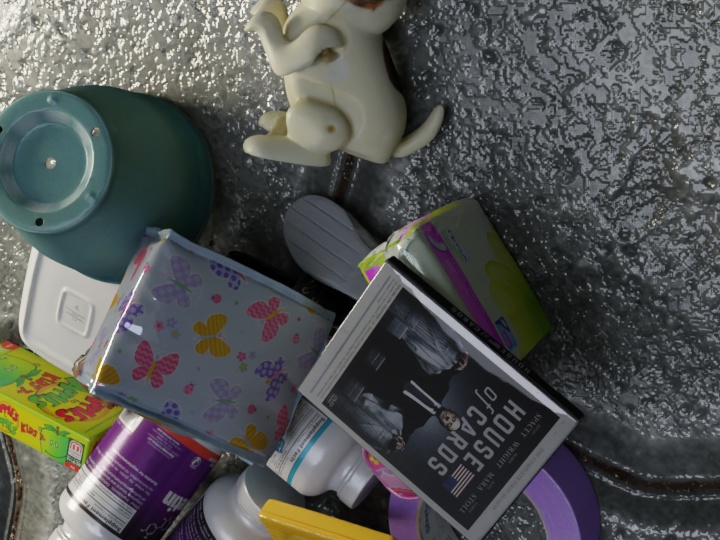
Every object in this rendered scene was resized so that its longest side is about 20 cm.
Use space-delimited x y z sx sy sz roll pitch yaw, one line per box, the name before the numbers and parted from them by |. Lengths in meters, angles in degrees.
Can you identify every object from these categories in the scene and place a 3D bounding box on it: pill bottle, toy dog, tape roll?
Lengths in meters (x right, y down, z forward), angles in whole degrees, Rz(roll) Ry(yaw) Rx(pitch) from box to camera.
pill bottle | -0.064 0.151 1.353 0.200 0.111 0.111 38 118 12
toy dog | -0.015 -0.202 1.211 0.193 0.140 0.201 12 111 10
tape roll | 0.130 0.245 1.308 0.199 0.066 0.201 8 107 25
pill bottle | -0.238 0.226 1.408 0.112 0.112 0.200 35 85 14
pill bottle | -0.144 0.296 1.437 0.112 0.112 0.200 45 120 8

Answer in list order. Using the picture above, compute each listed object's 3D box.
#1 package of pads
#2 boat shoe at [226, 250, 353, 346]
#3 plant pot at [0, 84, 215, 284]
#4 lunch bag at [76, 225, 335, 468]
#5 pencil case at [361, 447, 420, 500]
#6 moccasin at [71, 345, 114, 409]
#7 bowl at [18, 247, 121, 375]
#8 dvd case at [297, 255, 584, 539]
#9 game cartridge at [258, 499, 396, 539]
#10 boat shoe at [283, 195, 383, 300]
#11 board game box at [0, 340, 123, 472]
package of pads | 0.086 0.022 1.185 0.068 0.200 0.155 -31 88 24
boat shoe | -0.059 0.029 1.344 0.199 0.070 0.067 22 115 28
plant pot | -0.265 -0.094 1.303 0.199 0.188 0.201 -1 85 13
lunch bag | -0.141 0.075 1.257 0.199 0.127 0.170 25 85 -18
pencil case | 0.065 0.121 1.225 0.087 0.200 0.088 9 120 16
moccasin | -0.205 0.062 1.361 0.201 0.074 0.078 -44 90 7
bowl | -0.291 0.036 1.459 0.199 0.075 0.201 27 115 19
dvd case | 0.062 0.107 1.091 0.200 0.025 0.151 40 117 11
game cartridge | 0.004 0.317 1.341 0.176 0.033 0.200 9 142 37
boat shoe | 0.000 0.000 1.296 0.072 0.071 0.200 -50 54 3
board game box | -0.358 0.152 1.510 0.199 0.102 0.048 23 113 20
